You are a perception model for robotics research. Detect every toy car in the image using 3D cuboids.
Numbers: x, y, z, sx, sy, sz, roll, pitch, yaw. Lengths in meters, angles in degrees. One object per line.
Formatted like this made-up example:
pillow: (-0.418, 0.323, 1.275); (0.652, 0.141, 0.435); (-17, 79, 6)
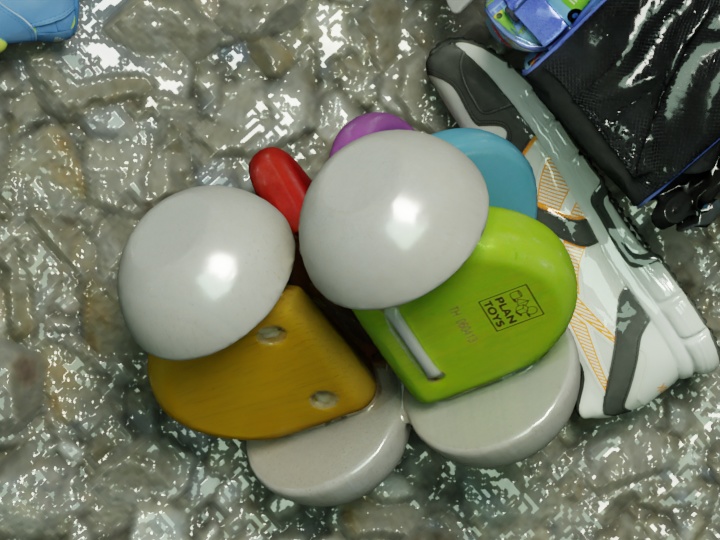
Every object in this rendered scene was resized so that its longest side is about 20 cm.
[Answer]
toy car: (0.000, 0.000, 0.936); (0.199, 0.175, 0.151); (-16, 45, 21)

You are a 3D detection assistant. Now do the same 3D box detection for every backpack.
backpack: (0.167, -0.133, 0.924); (0.200, 0.183, 0.135); (-42, 92, 12)

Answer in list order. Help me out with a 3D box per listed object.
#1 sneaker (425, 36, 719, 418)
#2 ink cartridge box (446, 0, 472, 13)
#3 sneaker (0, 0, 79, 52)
sneaker: (0.085, -0.019, 0.984); (0.080, 0.074, 0.201); (-35, 87, 6)
ink cartridge box: (0.067, -0.229, 0.942); (0.066, 0.116, 0.201); (-7, 76, -29)
sneaker: (-0.164, -0.195, 0.970); (0.104, 0.076, 0.202); (1, 95, -18)
